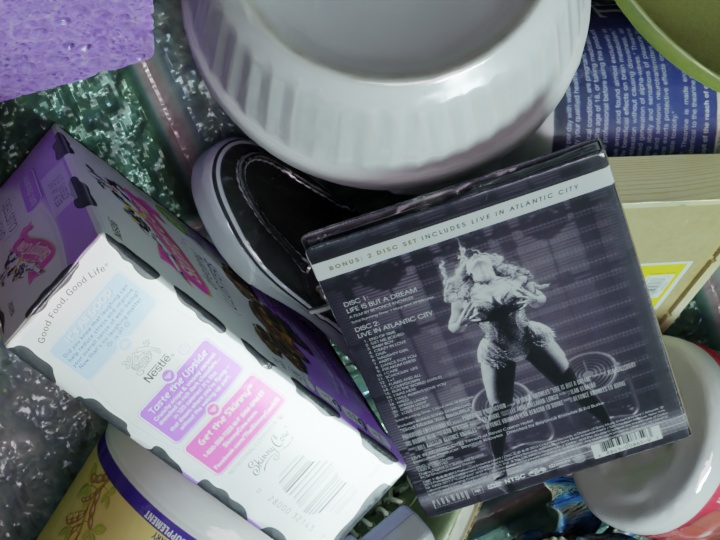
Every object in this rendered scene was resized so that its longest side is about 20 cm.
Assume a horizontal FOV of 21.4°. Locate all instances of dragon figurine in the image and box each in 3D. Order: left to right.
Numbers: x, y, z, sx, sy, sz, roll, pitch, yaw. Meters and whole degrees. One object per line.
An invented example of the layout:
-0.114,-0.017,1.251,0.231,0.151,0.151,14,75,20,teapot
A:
0.122,0.158,1.100,0.199,0.059,0.100,21,115,-48,dragon figurine

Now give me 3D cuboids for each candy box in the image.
-0.089,0.034,0.949,0.200,0.168,0.072,39,97,-27,candy box

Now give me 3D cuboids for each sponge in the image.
-0.195,-0.108,0.897,0.199,0.112,0.030,-18,73,-10,sponge

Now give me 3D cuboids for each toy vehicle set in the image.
0.121,0.002,1.008,0.123,0.027,0.200,-2,153,-16,toy vehicle set

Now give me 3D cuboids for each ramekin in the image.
0.012,-0.146,0.891,0.201,0.094,0.204,0,76,0,ramekin

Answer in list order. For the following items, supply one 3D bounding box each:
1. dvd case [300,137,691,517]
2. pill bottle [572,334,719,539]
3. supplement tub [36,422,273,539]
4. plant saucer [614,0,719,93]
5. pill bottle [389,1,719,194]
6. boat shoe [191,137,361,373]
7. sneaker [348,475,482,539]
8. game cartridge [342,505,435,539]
0.072,0.034,0.944,0.148,0.016,0.201,-18,130,7,dvd case
0.224,0.111,1.097,0.199,0.111,0.111,18,106,-38,pill bottle
-0.115,0.185,1.015,0.145,0.145,0.201,29,101,-25,supplement tub
0.189,-0.158,0.965,0.199,0.201,0.031,13,146,-21,plant saucer
0.111,-0.084,0.992,0.198,0.111,0.112,-3,112,-16,pill bottle
-0.001,0.002,0.986,0.200,0.068,0.074,49,52,-6,boat shoe
0.007,0.163,1.086,0.089,0.067,0.201,24,88,5,sneaker
-0.034,0.217,0.978,0.200,0.038,0.130,-38,138,-14,game cartridge
